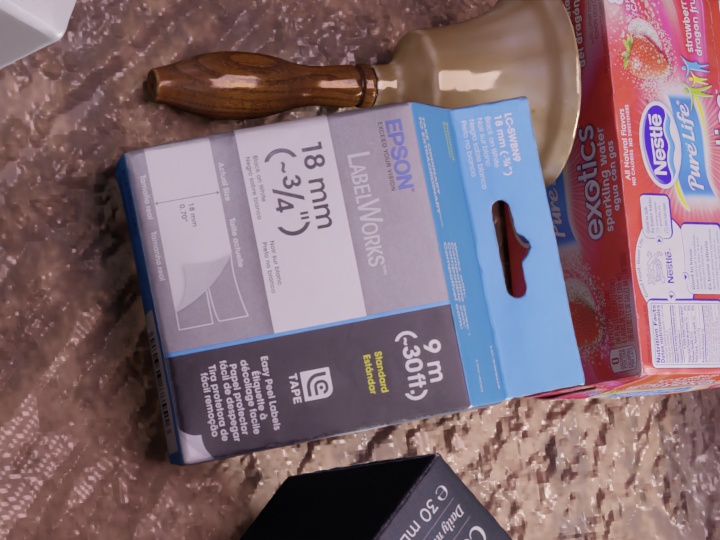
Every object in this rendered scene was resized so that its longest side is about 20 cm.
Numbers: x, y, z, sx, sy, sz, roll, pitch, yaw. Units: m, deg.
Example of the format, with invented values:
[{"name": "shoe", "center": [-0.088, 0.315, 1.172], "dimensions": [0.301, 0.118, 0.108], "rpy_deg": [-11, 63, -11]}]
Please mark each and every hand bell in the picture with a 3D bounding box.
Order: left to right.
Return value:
[{"name": "hand bell", "center": [-0.006, -0.087, 1.350], "dimensions": [0.200, 0.104, 0.104], "rpy_deg": [-2, 81, -23]}]

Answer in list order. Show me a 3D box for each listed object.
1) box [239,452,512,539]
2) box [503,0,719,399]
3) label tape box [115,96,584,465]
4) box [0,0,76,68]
[{"name": "box", "center": [0.008, 0.221, 1.231], "dimensions": [0.197, 0.124, 0.200], "rpy_deg": [50, 57, -19]}, {"name": "box", "center": [0.137, -0.039, 1.418], "dimensions": [0.100, 0.095, 0.200], "rpy_deg": [0, 80, -37]}, {"name": "label tape box", "center": [0.000, 0.000, 1.284], "dimensions": [0.200, 0.063, 0.144], "rpy_deg": [-11, 86, -9]}, {"name": "box", "center": [-0.174, -0.187, 1.193], "dimensions": [0.106, 0.152, 0.200], "rpy_deg": [29, 64, -27]}]
